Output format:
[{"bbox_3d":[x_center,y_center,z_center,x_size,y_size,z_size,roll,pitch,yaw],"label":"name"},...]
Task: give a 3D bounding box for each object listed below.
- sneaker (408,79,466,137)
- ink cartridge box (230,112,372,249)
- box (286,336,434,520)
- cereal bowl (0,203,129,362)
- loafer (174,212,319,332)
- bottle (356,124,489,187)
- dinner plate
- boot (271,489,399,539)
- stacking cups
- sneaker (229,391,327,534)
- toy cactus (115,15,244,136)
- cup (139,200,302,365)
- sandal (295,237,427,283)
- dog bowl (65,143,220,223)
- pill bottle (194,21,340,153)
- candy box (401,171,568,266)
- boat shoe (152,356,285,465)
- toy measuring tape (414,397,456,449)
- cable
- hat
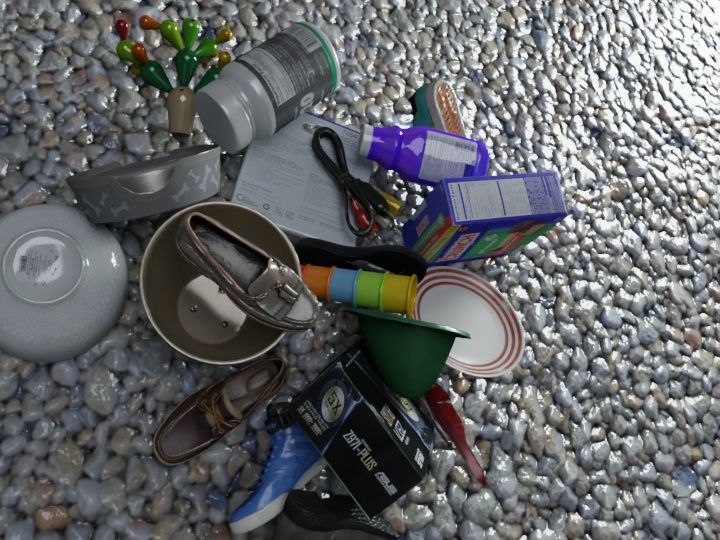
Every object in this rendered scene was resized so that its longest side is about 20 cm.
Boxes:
[{"bbox_3d":[0.128,-0.200,1.115,0.070,0.079,0.205,-17,99,-37],"label":"sneaker"},{"bbox_3d":[-0.084,-0.138,1.033,0.192,0.043,0.204,18,65,-12],"label":"ink cartridge box"},{"bbox_3d":[0.009,0.187,0.868,0.086,0.200,0.165,-38,87,10],"label":"box"},{"bbox_3d":[-0.392,0.007,0.860,0.195,0.083,0.206,6,72,-18],"label":"cereal bowl"},{"bbox_3d":[-0.131,0.003,0.802,0.198,0.063,0.073,35,66,-6],"label":"loafer"},{"bbox_3d":[0.093,-0.172,1.028,0.195,0.065,0.086,11,92,-9],"label":"bottle"},{"bbox_3d":[0.155,0.077,1.027,0.195,0.024,0.203,15,45,-15],"label":"dinner plate"},{"bbox_3d":[-0.049,0.359,0.873,0.198,0.070,0.134,27,93,-35],"label":"boot"},{"bbox_3d":[-0.020,0.026,0.959,0.195,0.061,0.062,6,68,15],"label":"stacking cups"},{"bbox_3d":[-0.109,0.235,0.884,0.198,0.077,0.112,-35,92,-29],"label":"sneaker"},{"bbox_3d":[-0.262,-0.283,1.004,0.195,0.102,0.170,5,90,-19],"label":"toy cactus"},{"bbox_3d":[-0.185,0.032,0.888,0.195,0.143,0.206,6,72,-17],"label":"cup"},{"bbox_3d":[0.000,0.000,0.992,0.194,0.077,0.043,5,44,-2],"label":"sandal"},{"bbox_3d":[-0.272,-0.114,0.885,0.196,0.199,0.060,-19,109,-22],"label":"dog bowl"},{"bbox_3d":[-0.131,-0.260,0.975,0.199,0.113,0.114,-40,88,-26],"label":"pill bottle"},{"bbox_3d":[0.182,-0.075,1.032,0.195,0.169,0.079,-6,72,-20],"label":"candy box"},{"bbox_3d":[-0.178,0.174,0.884,0.198,0.072,0.073,-31,84,-24],"label":"boat shoe"},{"bbox_3d":[0.094,0.157,0.985,0.073,0.074,0.201,-36,87,-25],"label":"toy measuring tape"},{"bbox_3d":[-0.017,-0.119,1.016,0.097,0.051,0.200,-40,76,-20],"label":"cable"},{"bbox_3d":[0.052,0.152,0.869,0.163,0.198,0.181,15,84,-38],"label":"hat"}]
